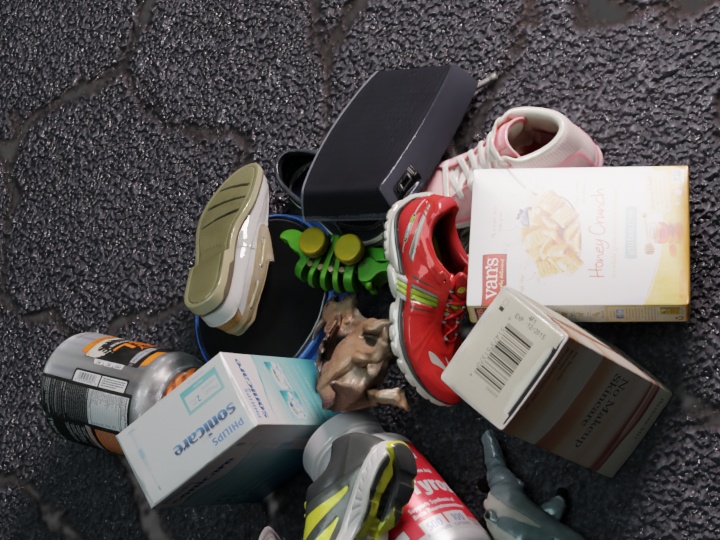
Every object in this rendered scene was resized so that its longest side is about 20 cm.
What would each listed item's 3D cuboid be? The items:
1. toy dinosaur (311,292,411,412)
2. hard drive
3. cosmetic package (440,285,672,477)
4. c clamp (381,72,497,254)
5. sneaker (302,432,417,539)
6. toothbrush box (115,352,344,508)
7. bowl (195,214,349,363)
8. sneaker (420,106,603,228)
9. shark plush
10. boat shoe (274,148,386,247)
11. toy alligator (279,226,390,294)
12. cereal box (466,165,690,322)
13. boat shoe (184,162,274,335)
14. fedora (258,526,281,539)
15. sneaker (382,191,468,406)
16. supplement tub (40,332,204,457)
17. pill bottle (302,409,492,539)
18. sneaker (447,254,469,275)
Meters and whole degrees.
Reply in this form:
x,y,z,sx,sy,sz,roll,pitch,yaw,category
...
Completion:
x,y,z,sx,sy,sz,roll,pitch,yaw,category
-0.008,0.095,1.707,0.134,0.200,0.086,-16,109,27,toy dinosaur
0.025,-0.131,1.769,0.134,0.042,0.201,0,45,37,hard drive
0.174,0.100,1.536,0.087,0.199,0.104,40,100,38,cosmetic package
0.079,-0.084,1.791,0.170,0.027,0.202,-24,60,29,c clamp
-0.019,0.238,1.580,0.084,0.074,0.201,22,82,48,sneaker
-0.118,0.158,1.730,0.146,0.199,0.086,-38,70,21,toothbrush box
-0.094,0.035,1.871,0.199,0.039,0.203,-15,65,33,bowl
0.124,-0.104,1.694,0.198,0.105,0.076,-14,62,22,sneaker
0.161,0.231,1.609,0.083,0.091,0.200,-29,37,-2,shark plush
-0.024,-0.078,1.826,0.075,0.062,0.200,-53,40,-5,boat shoe
0.000,0.000,1.764,0.198,0.059,0.055,12,74,27,toy alligator
0.197,-0.024,1.593,0.198,0.040,0.145,-1,62,10,cereal box
-0.129,-0.021,1.849,0.074,0.068,0.201,-18,42,37,boat shoe
-0.035,0.336,1.646,0.089,0.177,0.202,-7,89,6,fedora
0.074,0.027,1.642,0.084,0.077,0.202,-10,90,39,sneaker
-0.238,0.139,1.888,0.199,0.122,0.124,10,79,38,supplement tub
0.031,0.226,1.654,0.113,0.112,0.200,-50,51,11,pill bottle
0.167,-0.013,1.677,0.198,0.073,0.071,-5,61,27,sneaker
